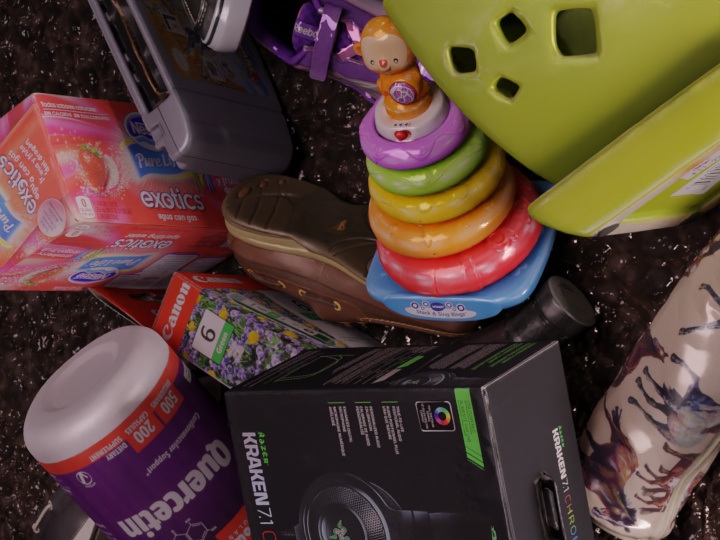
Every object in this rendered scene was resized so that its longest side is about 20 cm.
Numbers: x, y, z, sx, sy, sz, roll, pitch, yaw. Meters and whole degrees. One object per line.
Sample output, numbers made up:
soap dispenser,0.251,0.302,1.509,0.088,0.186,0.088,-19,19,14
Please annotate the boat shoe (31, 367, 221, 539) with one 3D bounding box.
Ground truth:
boat shoe,-0.167,0.135,1.690,0.060,0.074,0.200,47,123,23

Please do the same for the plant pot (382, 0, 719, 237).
plant pot,0.167,-0.133,1.381,0.200,0.199,0.182,-37,74,29

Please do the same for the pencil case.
pencil case,0.196,0.069,1.416,0.201,0.078,0.090,-58,45,19

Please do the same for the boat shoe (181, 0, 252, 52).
boat shoe,-0.113,-0.218,1.616,0.201,0.070,0.072,-102,29,-47

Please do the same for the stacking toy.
stacking toy,0.041,-0.073,1.452,0.115,0.201,0.110,3,48,25

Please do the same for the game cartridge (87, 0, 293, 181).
game cartridge,-0.120,-0.152,1.625,0.041,0.133,0.201,-38,67,29

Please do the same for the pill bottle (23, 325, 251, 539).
pill bottle,-0.120,0.140,1.577,0.112,0.113,0.200,-25,116,33

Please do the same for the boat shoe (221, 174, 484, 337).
boat shoe,-0.001,0.000,1.579,0.199,0.072,0.068,22,136,26

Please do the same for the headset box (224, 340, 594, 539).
headset box,0.039,0.138,1.420,0.199,0.093,0.175,-2,104,35

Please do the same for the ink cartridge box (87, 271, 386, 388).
ink cartridge box,-0.074,0.037,1.598,0.200,0.109,0.051,32,106,33

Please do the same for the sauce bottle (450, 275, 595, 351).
sauce bottle,0.066,0.079,1.522,0.200,0.066,0.066,-45,64,24

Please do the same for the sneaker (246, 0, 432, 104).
sneaker,0.002,-0.145,1.564,0.199,0.088,0.081,26,102,33

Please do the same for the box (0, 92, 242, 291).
box,-0.169,-0.048,1.616,0.102,0.199,0.095,-32,71,32
